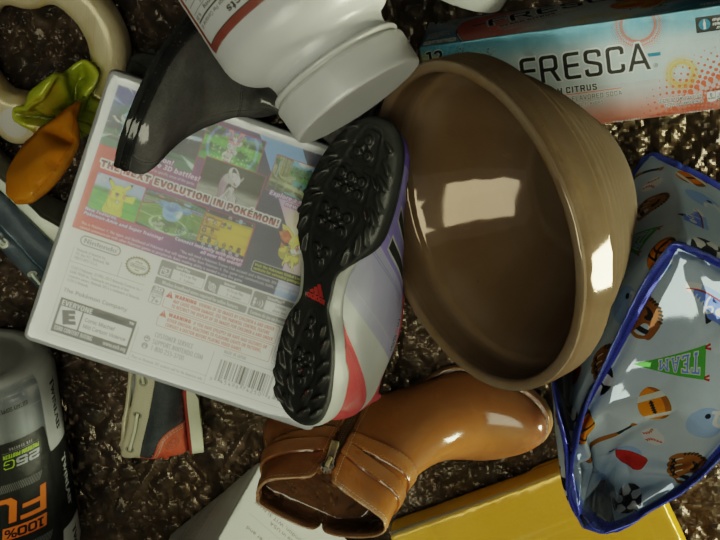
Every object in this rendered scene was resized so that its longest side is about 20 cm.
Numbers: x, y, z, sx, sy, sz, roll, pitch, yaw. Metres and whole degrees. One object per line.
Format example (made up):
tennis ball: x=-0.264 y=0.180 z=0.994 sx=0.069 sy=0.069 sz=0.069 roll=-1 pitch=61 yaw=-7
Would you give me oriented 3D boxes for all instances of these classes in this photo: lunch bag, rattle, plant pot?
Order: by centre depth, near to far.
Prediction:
plant pot: x=0.099 y=-0.037 z=0.883 sx=0.092 sy=0.201 sz=0.202 roll=-18 pitch=115 yaw=-29
lunch bag: x=0.185 y=0.049 z=0.948 sx=0.123 sy=0.170 sz=0.201 roll=23 pitch=115 yaw=-3
rattle: x=-0.235 y=-0.162 z=0.950 sx=0.130 sy=0.143 sz=0.201 roll=4 pitch=120 yaw=27

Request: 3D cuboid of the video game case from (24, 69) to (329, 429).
video game case: x=-0.095 y=-0.011 z=0.960 sx=0.199 sy=0.023 sz=0.183 roll=19 pitch=96 yaw=-8

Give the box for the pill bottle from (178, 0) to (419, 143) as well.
pill bottle: x=-0.054 y=-0.179 z=0.847 sx=0.112 sy=0.112 sz=0.201 roll=-34 pitch=86 yaw=20

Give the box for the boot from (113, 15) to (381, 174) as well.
boot: x=-0.056 y=-0.107 z=0.912 sx=0.131 sy=0.200 sz=0.070 roll=32 pitch=141 yaw=-1

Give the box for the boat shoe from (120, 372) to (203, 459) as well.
boat shoe: x=-0.150 y=0.049 z=1.051 sx=0.062 sy=0.071 sz=0.201 roll=-5 pitch=119 yaw=-5

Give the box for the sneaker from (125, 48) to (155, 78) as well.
sneaker: x=-0.101 y=-0.054 z=0.994 sx=0.090 sy=0.066 sz=0.200 roll=-43 pitch=103 yaw=-9

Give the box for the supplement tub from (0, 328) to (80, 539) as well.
supplement tub: x=-0.274 y=0.154 z=1.090 sx=0.122 sy=0.123 sz=0.201 roll=-1 pitch=112 yaw=9

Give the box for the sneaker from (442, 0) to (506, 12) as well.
sneaker: x=0.017 y=-0.237 z=0.908 sx=0.199 sy=0.079 sz=0.080 roll=31 pitch=119 yaw=-3

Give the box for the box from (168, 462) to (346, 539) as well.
box: x=-0.070 y=0.287 z=1.058 sx=0.199 sy=0.200 sz=0.131 roll=43 pitch=127 yaw=-10

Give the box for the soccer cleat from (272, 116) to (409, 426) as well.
soccer cleat: x=0.000 y=0.000 z=0.923 sx=0.068 sy=0.073 sz=0.201 roll=27 pitch=112 yaw=38

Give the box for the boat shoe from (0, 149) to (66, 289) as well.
boat shoe: x=-0.258 y=-0.047 z=1.035 sx=0.062 sy=0.075 sz=0.200 roll=-44 pitch=109 yaw=11

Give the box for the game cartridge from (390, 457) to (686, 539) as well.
game cartridge: x=0.148 y=0.230 z=1.107 sx=0.199 sy=0.032 sz=0.177 roll=-23 pitch=107 yaw=14

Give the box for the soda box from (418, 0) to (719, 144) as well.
soda box: x=0.140 y=-0.132 z=0.939 sx=0.199 sy=0.064 sz=0.069 roll=-6 pitch=113 yaw=10

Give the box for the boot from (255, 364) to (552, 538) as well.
boot: x=0.030 y=0.129 z=1.013 sx=0.199 sy=0.155 sz=0.074 roll=2 pitch=114 yaw=9
